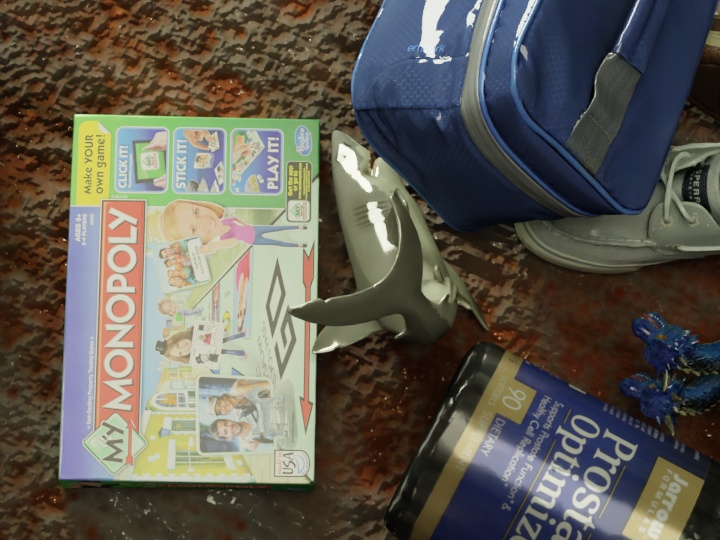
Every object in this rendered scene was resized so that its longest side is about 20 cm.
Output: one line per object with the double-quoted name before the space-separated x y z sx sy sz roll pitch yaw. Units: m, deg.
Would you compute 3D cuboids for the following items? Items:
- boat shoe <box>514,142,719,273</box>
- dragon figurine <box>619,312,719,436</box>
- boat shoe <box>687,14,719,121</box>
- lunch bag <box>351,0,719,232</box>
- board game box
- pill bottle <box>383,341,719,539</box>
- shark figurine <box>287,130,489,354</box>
"boat shoe" 0.184 -0.042 1.181 0.200 0.072 0.070 -3 77 -2
"dragon figurine" 0.230 0.071 1.140 0.200 0.059 0.099 28 45 5
"boat shoe" 0.266 -0.109 1.210 0.202 0.075 0.075 17 62 -5
"lunch bag" 0.104 -0.125 1.135 0.132 0.136 0.200 -2 58 43
"board game box" -0.090 0.017 1.176 0.134 0.029 0.200 1 76 -3
"pill bottle" 0.122 0.128 1.115 0.200 0.112 0.112 27 76 4
"shark figurine" 0.008 0.016 1.122 0.089 0.215 0.128 -31 106 6
